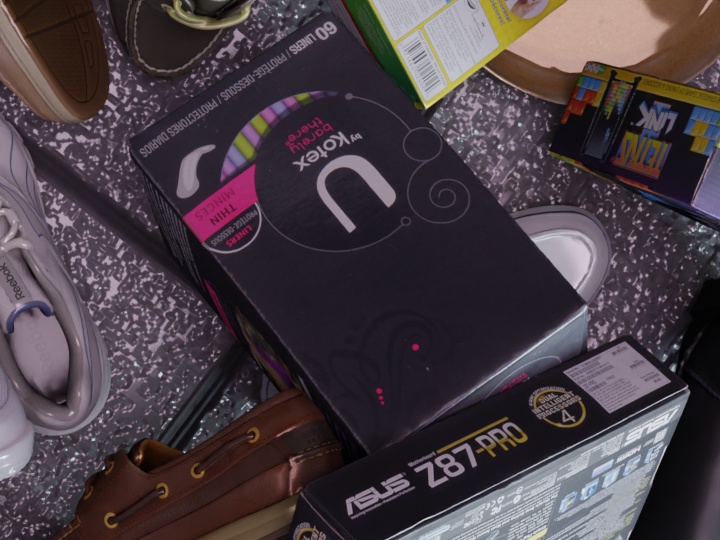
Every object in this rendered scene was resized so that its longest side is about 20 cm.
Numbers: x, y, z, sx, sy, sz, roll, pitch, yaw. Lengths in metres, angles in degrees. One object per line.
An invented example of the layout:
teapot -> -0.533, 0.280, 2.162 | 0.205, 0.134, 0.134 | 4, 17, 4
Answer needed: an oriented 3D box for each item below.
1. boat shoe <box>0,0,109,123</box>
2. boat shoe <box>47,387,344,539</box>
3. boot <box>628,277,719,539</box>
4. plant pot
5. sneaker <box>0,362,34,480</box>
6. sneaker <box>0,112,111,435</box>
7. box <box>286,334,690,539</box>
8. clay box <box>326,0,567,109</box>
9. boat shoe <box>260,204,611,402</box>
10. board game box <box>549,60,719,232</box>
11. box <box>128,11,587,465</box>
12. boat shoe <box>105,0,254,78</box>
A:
boat shoe -> -0.195, -0.149, 1.084 | 0.065, 0.072, 0.200 | -30, 102, 30
boat shoe -> -0.090, 0.110, 1.032 | 0.200, 0.072, 0.068 | -23, 83, 26
boot -> 0.184, 0.083, 1.115 | 0.073, 0.198, 0.163 | 25, 80, -10
plant pot -> 0.118, -0.184, 1.169 | 0.200, 0.027, 0.200 | -1, 93, -12
sneaker -> -0.211, 0.001, 1.011 | 0.075, 0.115, 0.200 | -23, 54, -31
sneaker -> -0.172, -0.013, 1.080 | 0.074, 0.087, 0.200 | -31, 98, -9
box -> 0.048, 0.129, 1.024 | 0.200, 0.049, 0.161 | -23, 141, -35
clay box -> 0.068, -0.181, 1.097 | 0.200, 0.048, 0.115 | -38, 115, -21
boat shoe -> 0.047, 0.032, 1.142 | 0.200, 0.067, 0.074 | -32, 99, -10
board game box -> 0.215, -0.033, 1.113 | 0.200, 0.165, 0.057 | 22, 95, -21
box -> 0.000, 0.000, 1.063 | 0.122, 0.106, 0.200 | -36, 67, -11
boat shoe -> -0.072, -0.148, 1.044 | 0.072, 0.202, 0.060 | 1, 57, -21
